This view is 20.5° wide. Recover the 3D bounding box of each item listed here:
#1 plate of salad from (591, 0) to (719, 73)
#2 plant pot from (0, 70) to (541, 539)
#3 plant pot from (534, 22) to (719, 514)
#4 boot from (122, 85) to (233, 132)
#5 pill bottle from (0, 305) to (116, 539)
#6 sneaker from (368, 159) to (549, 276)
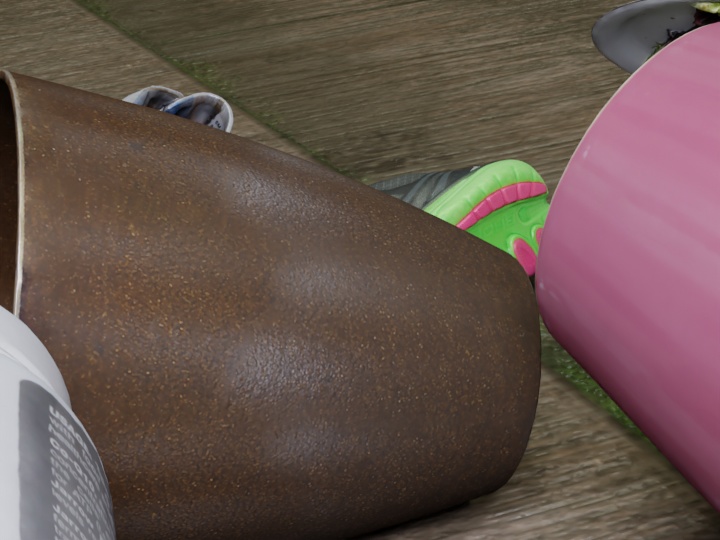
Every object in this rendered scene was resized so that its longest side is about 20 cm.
[{"bbox_3d":[0.227,-0.110,1.108,0.200,0.048,0.200,11,-10,2],"label":"plate of salad"},{"bbox_3d":[-0.043,0.031,0.733,0.200,0.187,0.187,5,19,-18],"label":"plant pot"},{"bbox_3d":[0.163,0.013,0.634,0.200,0.200,0.179,-22,43,-38],"label":"plant pot"},{"bbox_3d":[-0.079,-0.036,0.918,0.074,0.096,0.200,32,14,7],"label":"boot"},{"bbox_3d":[-0.112,0.081,0.464,0.114,0.114,0.200,-6,23,-7],"label":"pill bottle"},{"bbox_3d":[0.000,0.000,0.930,0.200,0.077,0.084,-15,7,-33],"label":"sneaker"}]
